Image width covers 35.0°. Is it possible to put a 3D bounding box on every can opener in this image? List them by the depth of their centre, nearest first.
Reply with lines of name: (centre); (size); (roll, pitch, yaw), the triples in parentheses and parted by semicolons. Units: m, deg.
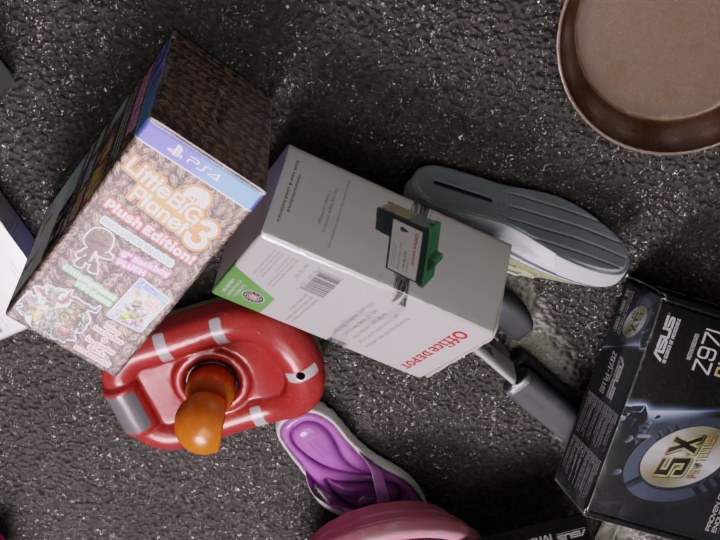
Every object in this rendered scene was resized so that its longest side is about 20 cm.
can opener: (0.159, 0.088, 1.025); (0.200, 0.053, 0.067); (39, 114, -23)

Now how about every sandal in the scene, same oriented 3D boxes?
sandal: (-0.012, 0.205, 1.094); (0.082, 0.050, 0.203); (-36, 117, 20)

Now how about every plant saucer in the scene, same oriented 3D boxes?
plant saucer: (0.246, -0.186, 0.870); (0.198, 0.035, 0.202); (0, 121, 0)
plant saucer: (0.023, 0.283, 1.113); (0.199, 0.051, 0.201); (-10, 142, -8)

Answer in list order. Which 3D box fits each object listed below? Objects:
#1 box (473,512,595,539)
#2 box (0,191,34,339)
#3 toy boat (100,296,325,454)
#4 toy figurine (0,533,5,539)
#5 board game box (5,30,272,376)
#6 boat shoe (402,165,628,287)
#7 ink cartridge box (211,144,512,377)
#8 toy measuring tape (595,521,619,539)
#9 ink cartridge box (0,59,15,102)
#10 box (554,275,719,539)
box: (0.136, 0.316, 1.111); (0.198, 0.048, 0.194); (-15, 139, 3)
box: (-0.370, 0.009, 0.974); (0.199, 0.036, 0.145); (-22, 120, 10)
toy boat: (-0.128, 0.105, 0.982); (0.199, 0.131, 0.131); (-17, 121, 9)
toy figurine: (-0.428, 0.270, 1.092); (0.199, 0.151, 0.184); (-11, 134, 31)
board game box: (-0.164, -0.052, 0.868); (0.097, 0.160, 0.200); (33, 116, -21)
boat shoe: (0.125, -0.030, 0.952); (0.199, 0.072, 0.062); (21, 139, -6)
ink cartridge box: (0.000, 0.000, 0.911); (0.199, 0.085, 0.146); (23, 155, -15)
toy measuring tape: (0.235, 0.233, 1.107); (0.073, 0.074, 0.201); (10, 126, -8)
ink cartridge box: (-0.389, -0.136, 0.853); (0.199, 0.088, 0.146); (-27, 119, 16)
box: (0.286, 0.127, 0.995); (0.163, 0.086, 0.201); (17, 98, -11)
